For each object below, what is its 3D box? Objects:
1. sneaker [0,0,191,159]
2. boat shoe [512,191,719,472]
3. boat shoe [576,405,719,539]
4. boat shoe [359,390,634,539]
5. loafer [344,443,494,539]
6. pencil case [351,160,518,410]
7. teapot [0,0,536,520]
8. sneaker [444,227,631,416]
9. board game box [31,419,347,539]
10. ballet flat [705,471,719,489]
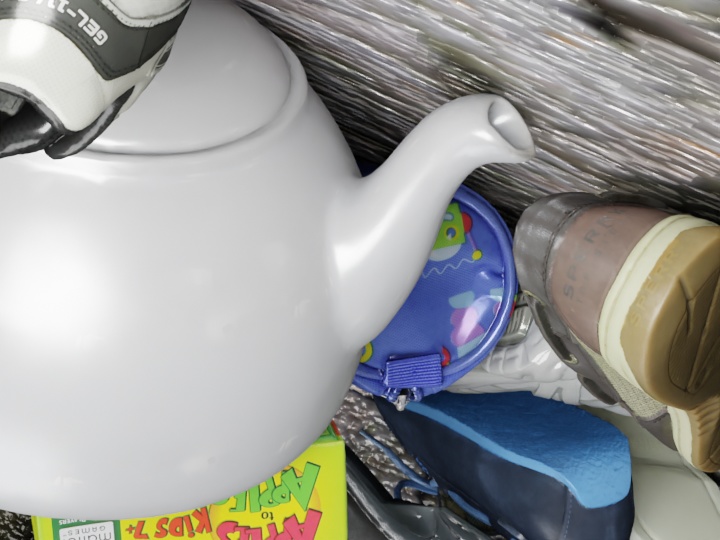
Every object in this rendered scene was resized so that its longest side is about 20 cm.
[{"bbox_3d":[-0.082,-0.070,0.493,0.075,0.088,0.200,24,177,-11],"label":"sneaker"},{"bbox_3d":[0.100,0.013,0.663,0.065,0.073,0.200,34,176,24],"label":"boat shoe"},{"bbox_3d":[0.114,0.086,0.912,0.072,0.060,0.202,11,-150,-12],"label":"boat shoe"},{"bbox_3d":[0.050,0.083,0.870,0.084,0.069,0.200,-9,-164,-12],"label":"boat shoe"},{"bbox_3d":[-0.021,0.106,0.826,0.200,0.072,0.073,31,164,15],"label":"loafer"},{"bbox_3d":[0.000,0.000,0.814,0.078,0.087,0.200,5,-175,-14],"label":"pencil case"},{"bbox_3d":[-0.085,-0.031,0.639,0.199,0.147,0.197,-12,-142,-30],"label":"teapot"},{"bbox_3d":[0.084,0.027,0.826,0.099,0.078,0.200,21,178,-14],"label":"sneaker"},{"bbox_3d":[-0.075,0.045,0.750,0.101,0.048,0.200,-7,-157,-11],"label":"board game box"},{"bbox_3d":[0.201,0.090,0.973,0.199,0.073,0.073,25,176,24],"label":"ballet flat"}]
